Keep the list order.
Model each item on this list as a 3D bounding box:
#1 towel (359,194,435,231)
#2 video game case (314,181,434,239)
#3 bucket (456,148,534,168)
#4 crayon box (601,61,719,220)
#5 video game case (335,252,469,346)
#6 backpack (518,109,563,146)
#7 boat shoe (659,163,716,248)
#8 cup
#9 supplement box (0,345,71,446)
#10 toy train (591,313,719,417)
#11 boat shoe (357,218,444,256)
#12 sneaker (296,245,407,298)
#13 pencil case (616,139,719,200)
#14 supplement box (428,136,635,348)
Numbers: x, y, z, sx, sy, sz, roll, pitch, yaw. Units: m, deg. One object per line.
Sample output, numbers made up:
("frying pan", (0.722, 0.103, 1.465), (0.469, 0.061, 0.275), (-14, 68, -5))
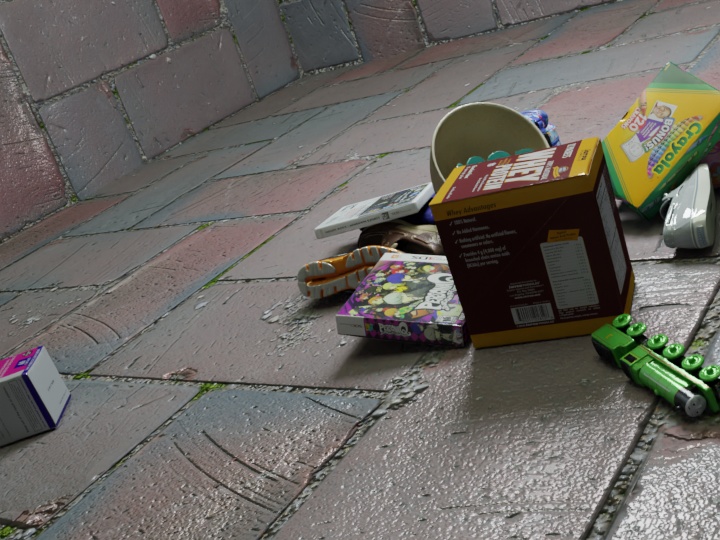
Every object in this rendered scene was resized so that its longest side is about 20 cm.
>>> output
("towel", (0.109, -0.098, 1.627), (0.199, 0.050, 0.147), (1, 22, 46))
("video game case", (0.030, -0.105, 1.564), (0.181, 0.024, 0.200), (-15, 10, 17))
("bucket", (0.237, -0.085, 1.279), (0.205, 0.136, 0.207), (-4, 21, 1))
("crayon box", (0.437, -0.188, 1.318), (0.200, 0.058, 0.119), (-51, 52, 10))
("video game case", (0.085, 0.036, 1.262), (0.180, 0.036, 0.200), (4, 28, 23))
("backpack", (0.283, -0.220, 1.645), (0.182, 0.135, 0.200), (1, 26, 42))
("boat shoe", (0.448, -0.090, 1.240), (0.071, 0.070, 0.201), (-7, 25, 27))
("cup", (0.196, -0.151, 1.480), (0.199, 0.201, 0.143), (-28, -16, -22))
("supplement box", (-0.568, 0.209, 1.387), (0.199, 0.104, 0.101), (-21, 21, 3))
("toy train", (0.307, 0.098, 0.939), (0.056, 0.042, 0.200), (-32, 21, -5))
("boat shoe", (0.063, -0.037, 1.474), (0.199, 0.073, 0.072), (7, 31, 40))
("sneaker", (0.000, 0.000, 1.435), (0.198, 0.079, 0.077), (-4, 5, 22))
("pencil case", (0.475, -0.159, 1.374), (0.199, 0.088, 0.087), (-7, 24, 35))
("supplement box", (0.217, -0.033, 1.120), (0.196, 0.201, 0.133), (-10, 22, 25))
